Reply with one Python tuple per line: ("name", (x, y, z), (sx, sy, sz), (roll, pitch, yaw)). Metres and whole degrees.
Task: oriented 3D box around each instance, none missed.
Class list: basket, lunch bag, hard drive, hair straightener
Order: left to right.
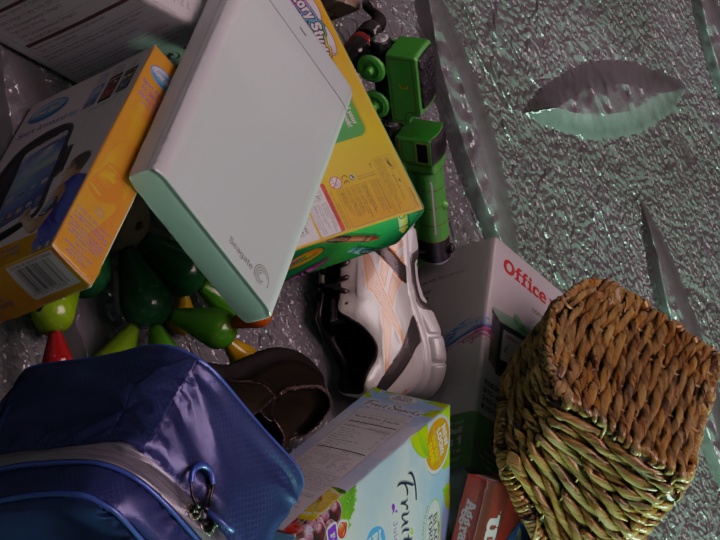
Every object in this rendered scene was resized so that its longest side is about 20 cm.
("lunch bag", (-0.137, 0.137, 1.185), (0.136, 0.199, 0.133), (50, 51, -25))
("hard drive", (-0.070, -0.086, 1.329), (0.132, 0.026, 0.201), (53, 40, -34))
("hair straightener", (-0.038, -0.123, 1.546), (0.041, 0.077, 0.201), (32, 57, -2))
("basket", (0.156, 0.116, 1.520), (0.142, 0.150, 0.200), (32, 31, 0))

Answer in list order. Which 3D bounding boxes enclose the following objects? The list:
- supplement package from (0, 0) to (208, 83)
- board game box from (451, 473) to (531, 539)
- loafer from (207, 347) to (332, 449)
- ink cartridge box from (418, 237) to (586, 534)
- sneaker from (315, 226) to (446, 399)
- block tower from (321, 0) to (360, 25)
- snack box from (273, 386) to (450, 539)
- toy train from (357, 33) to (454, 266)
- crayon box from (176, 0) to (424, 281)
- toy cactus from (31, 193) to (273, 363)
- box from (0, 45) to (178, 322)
("supplement package", (-0.191, -0.213, 1.341), (0.199, 0.117, 0.118), (27, 55, -44))
("board game box", (0.078, 0.242, 1.481), (0.103, 0.019, 0.202), (11, 93, -60))
("loafer", (-0.074, 0.099, 1.328), (0.071, 0.073, 0.199), (49, 23, 20))
("ink cartridge box", (0.103, 0.099, 1.610), (0.145, 0.083, 0.202), (38, 48, -37))
("sneaker", (0.000, 0.000, 1.534), (0.080, 0.074, 0.202), (-9, 77, -41))
("block tower", (-0.079, -0.223, 1.542), (0.199, 0.057, 0.055), (9, 68, -52))
("snack box", (-0.012, 0.194, 1.384), (0.200, 0.067, 0.170), (-37, 131, -53))
("toy train", (0.037, -0.085, 1.568), (0.042, 0.056, 0.201), (-55, 146, -46))
("crayon box", (-0.055, -0.100, 1.446), (0.118, 0.058, 0.201), (-18, 74, -30))
("toy cactus", (-0.141, -0.004, 1.348), (0.199, 0.102, 0.166), (-8, 71, -45))
("box", (-0.178, -0.057, 1.288), (0.041, 0.118, 0.201), (46, 43, -28))
